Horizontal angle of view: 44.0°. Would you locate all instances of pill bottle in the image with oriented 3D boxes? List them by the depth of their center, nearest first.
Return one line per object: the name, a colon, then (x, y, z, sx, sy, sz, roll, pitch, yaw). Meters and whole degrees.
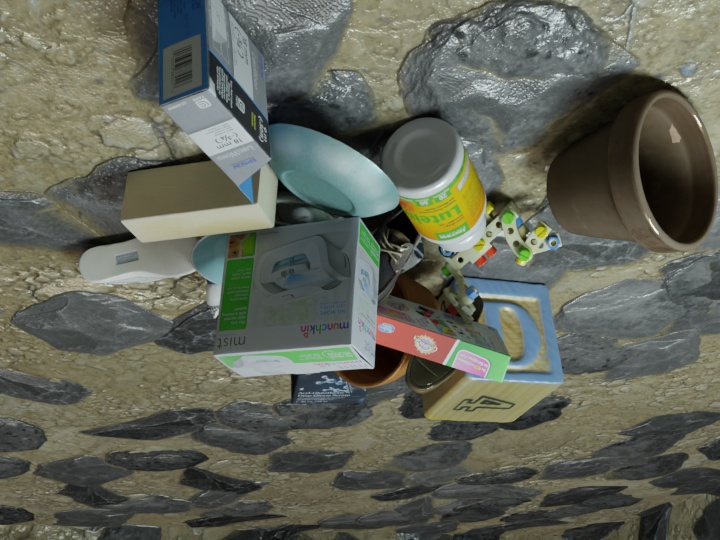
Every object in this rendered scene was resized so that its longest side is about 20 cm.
pill bottle: (0.108, -0.105, 1.200, 0.109, 0.113, 0.200, -14, 151, 16)

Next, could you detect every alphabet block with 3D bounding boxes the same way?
alphabet block: (0.225, 0.148, 1.607, 0.192, 0.199, 0.201, 7, 151, -18)

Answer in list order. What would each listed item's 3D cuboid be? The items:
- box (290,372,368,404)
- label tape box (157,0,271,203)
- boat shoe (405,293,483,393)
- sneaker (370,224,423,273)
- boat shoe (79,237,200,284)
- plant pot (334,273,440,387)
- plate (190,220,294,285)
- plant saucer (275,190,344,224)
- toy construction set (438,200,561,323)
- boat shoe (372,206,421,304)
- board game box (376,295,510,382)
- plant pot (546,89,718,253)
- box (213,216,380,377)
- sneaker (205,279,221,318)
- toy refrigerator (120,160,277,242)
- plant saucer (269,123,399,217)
box: (-0.054, 0.167, 1.684, 0.145, 0.109, 0.201, 0, 151, -9)
label tape box: (-0.142, -0.189, 0.969, 0.062, 0.147, 0.200, -16, 151, 16)
boat shoe: (0.132, 0.123, 1.396, 0.071, 0.200, 0.068, 36, 148, 10)
sneaker: (0.000, 0.000, 1.367, 0.198, 0.080, 0.129, -34, 180, -40)
boat shoe: (-0.324, -0.012, 1.354, 0.195, 0.074, 0.069, -14, 173, 3)
plant pot: (0.045, 0.089, 1.485, 0.198, 0.204, 0.139, -26, 162, 34)
plate: (-0.147, -0.027, 1.287, 0.195, 0.026, 0.201, -4, 151, -2)
plant saucer: (-0.116, -0.067, 1.299, 0.195, 0.051, 0.201, -5, 152, -2)
toy construction set: (0.192, -0.023, 1.334, 0.200, 0.131, 0.092, -44, -177, 7)
boat shoe: (0.037, -0.032, 1.266, 0.073, 0.202, 0.074, 29, 142, 2)
board game box: (0.109, 0.092, 1.287, 0.196, 0.041, 0.153, 18, -169, -1)
plant pot: (0.344, -0.114, 1.170, 0.197, 0.205, 0.173, 18, 162, -36)
box: (-0.081, 0.040, 1.180, 0.195, 0.180, 0.097, -5, 154, 20)
sneaker: (-0.151, 0.031, 1.418, 0.195, 0.083, 0.076, -2, -169, 10)
toy refrigerator: (-0.212, -0.093, 1.185, 0.195, 0.078, 0.070, -6, 153, 14)
plant saucer: (-0.046, -0.113, 1.136, 0.197, 0.039, 0.201, 23, 164, 7)
